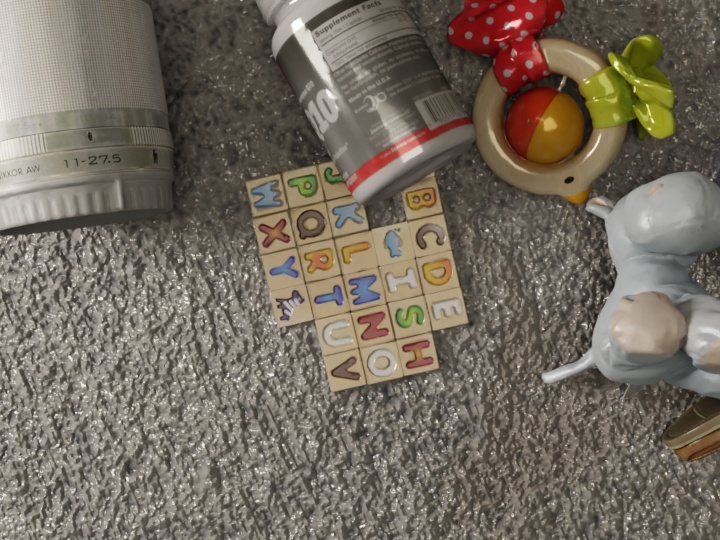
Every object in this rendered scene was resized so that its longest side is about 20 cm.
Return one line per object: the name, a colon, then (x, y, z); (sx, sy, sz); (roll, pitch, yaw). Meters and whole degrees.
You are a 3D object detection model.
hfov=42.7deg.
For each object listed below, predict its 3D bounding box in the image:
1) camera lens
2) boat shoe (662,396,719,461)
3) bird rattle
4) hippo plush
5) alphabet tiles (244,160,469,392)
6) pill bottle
camera lens: (-0.238, -0.137, 0.740); (0.160, 0.160, 0.201); (-9, 92, 3)
boat shoe: (0.354, 0.114, 0.769); (0.200, 0.072, 0.068); (-31, 91, 4)
bird rattle: (0.156, -0.144, 0.758); (0.200, 0.113, 0.163); (23, 111, 4)
hippo plush: (0.258, 0.012, 0.734); (0.159, 0.200, 0.161); (11, 74, -3)
alphabet tiles: (0.000, 0.000, 0.811); (0.167, 0.008, 0.200); (-13, 91, 2)
pill bottle: (-0.001, -0.165, 0.750); (0.114, 0.114, 0.200); (-30, 86, 3)
